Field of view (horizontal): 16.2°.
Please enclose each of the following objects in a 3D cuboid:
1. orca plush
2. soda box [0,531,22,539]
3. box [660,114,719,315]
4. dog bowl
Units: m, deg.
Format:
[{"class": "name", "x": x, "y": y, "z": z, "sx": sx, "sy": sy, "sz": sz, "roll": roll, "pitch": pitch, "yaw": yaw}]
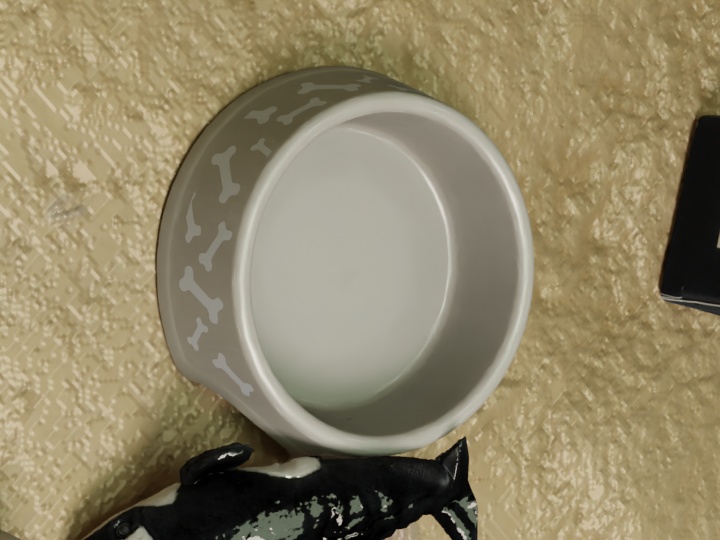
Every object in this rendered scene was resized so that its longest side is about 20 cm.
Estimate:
[{"class": "orca plush", "x": -0.031, "y": 0.139, "z": 1.196, "sx": 0.199, "sy": 0.071, "sz": 0.106, "roll": 1, "pitch": 132, "yaw": -26}, {"class": "soda box", "x": -0.229, "y": 0.164, "z": 1.100, "sx": 0.199, "sy": 0.063, "sz": 0.069, "roll": -7, "pitch": 99, "yaw": -32}, {"class": "box", "x": 0.291, "y": -0.008, "z": 1.373, "sx": 0.199, "sy": 0.148, "sz": 0.108, "roll": 14, "pitch": 87, "yaw": -33}, {"class": "dog bowl", "x": 0.000, "y": 0.000, "z": 1.238, "sx": 0.199, "sy": 0.059, "sz": 0.202, "roll": -3, "pitch": 96, "yaw": -33}]
